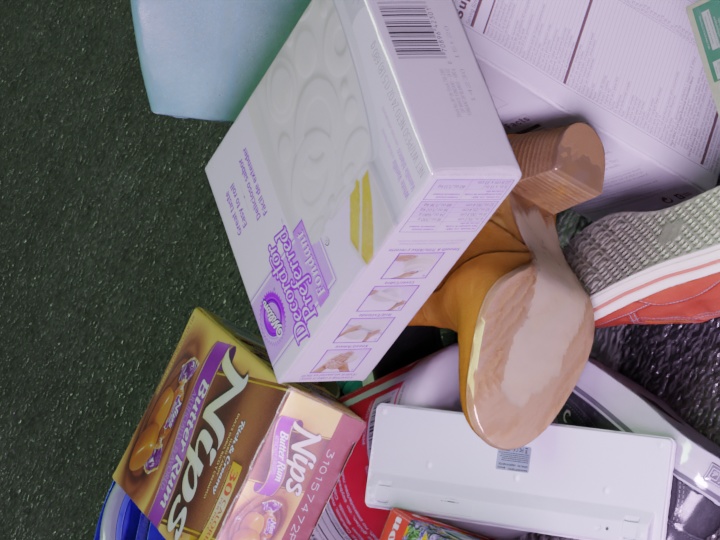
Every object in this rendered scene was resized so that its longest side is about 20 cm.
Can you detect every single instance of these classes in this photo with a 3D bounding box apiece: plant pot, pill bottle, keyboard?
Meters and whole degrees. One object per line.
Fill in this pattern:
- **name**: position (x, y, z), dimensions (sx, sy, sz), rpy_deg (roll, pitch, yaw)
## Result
- **plant pot**: position (-0.056, -0.184, 1.743), dimensions (0.141, 0.141, 0.201), rpy_deg (-11, -73, -77)
- **pill bottle**: position (0.024, 0.117, 1.711), dimensions (0.200, 0.112, 0.113), rpy_deg (-28, 41, 52)
- **keyboard**: position (0.079, 0.105, 1.554), dimensions (0.199, 0.011, 0.057), rpy_deg (5, 80, 42)

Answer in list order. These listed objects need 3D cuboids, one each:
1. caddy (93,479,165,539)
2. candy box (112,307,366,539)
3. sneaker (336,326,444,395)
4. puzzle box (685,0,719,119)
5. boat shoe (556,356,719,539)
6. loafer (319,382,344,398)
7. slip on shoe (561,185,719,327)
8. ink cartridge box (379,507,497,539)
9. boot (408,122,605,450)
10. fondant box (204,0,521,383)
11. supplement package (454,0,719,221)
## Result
- **caddy**: position (-0.121, 0.178, 1.943), dimensions (0.141, 0.105, 0.201), rpy_deg (-37, 34, 45)
- **candy box**: position (-0.072, 0.103, 1.716), dimensions (0.117, 0.056, 0.200), rpy_deg (-64, 23, 3)
- **sneaker**: position (0.000, 0.000, 1.786), dimensions (0.121, 0.083, 0.201), rpy_deg (44, 150, 35)
- **puzzle box**: position (0.246, -0.104, 1.544), dimensions (0.133, 0.025, 0.200), rpy_deg (-25, 34, 13)
- **boat shoe**: position (0.135, 0.095, 1.577), dimensions (0.066, 0.070, 0.200), rpy_deg (-58, 31, 5)
- **loafer**: position (-0.041, 0.127, 1.880), dimensions (0.073, 0.071, 0.201), rpy_deg (-33, 37, 47)
- **slip on shoe**: position (0.164, 0.003, 1.597), dimensions (0.200, 0.061, 0.074), rpy_deg (-19, 37, 47)
- **ink cartridge box**: position (0.066, 0.167, 1.571), dimensions (0.200, 0.109, 0.051), rpy_deg (25, 95, 66)
- **boot**: position (0.058, 0.018, 1.610), dimensions (0.144, 0.071, 0.202), rpy_deg (-21, 45, 49)
- **fondant box**: position (-0.003, -0.052, 1.589), dimensions (0.200, 0.058, 0.145), rpy_deg (-55, 47, 48)
- **supplement package**: position (0.104, -0.125, 1.682), dimensions (0.109, 0.199, 0.114), rpy_deg (-17, 49, 58)
